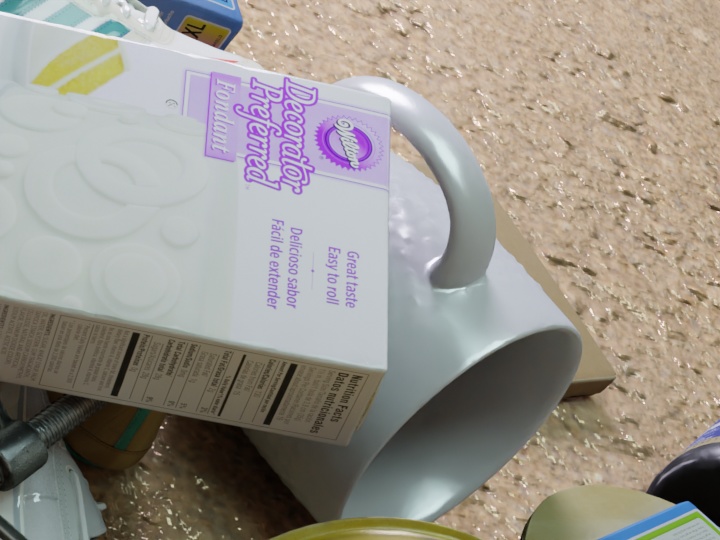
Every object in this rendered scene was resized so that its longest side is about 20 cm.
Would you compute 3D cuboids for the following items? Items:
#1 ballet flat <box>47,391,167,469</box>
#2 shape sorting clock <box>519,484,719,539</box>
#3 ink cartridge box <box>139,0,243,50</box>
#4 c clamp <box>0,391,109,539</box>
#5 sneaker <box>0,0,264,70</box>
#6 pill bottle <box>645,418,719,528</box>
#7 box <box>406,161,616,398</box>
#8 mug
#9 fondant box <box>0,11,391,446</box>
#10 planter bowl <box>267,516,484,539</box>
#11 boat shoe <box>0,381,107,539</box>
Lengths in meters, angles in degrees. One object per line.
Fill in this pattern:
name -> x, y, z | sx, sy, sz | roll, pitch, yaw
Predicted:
ballet flat -> -0.118, 0.000, 1.071 | 0.068, 0.063, 0.201 | 14, 40, -36
shape sorting clock -> 0.157, 0.175, 1.077 | 0.199, 0.039, 0.200 | 24, 26, -13
ink cartridge box -> -0.172, -0.177, 1.220 | 0.199, 0.076, 0.137 | 15, 40, -33
c clamp -> -0.114, 0.028, 0.930 | 0.171, 0.027, 0.200 | 36, 48, 10
sneaker -> -0.131, -0.115, 1.012 | 0.199, 0.094, 0.070 | 9, 11, -5
pill bottle -> 0.234, 0.117, 1.254 | 0.112, 0.112, 0.200 | 46, 33, 9
box -> 0.032, 0.005, 1.263 | 0.199, 0.021, 0.164 | -2, 52, -47
mug -> 0.000, 0.000, 1.071 | 0.147, 0.200, 0.175 | -23, 61, -37
fondant box -> -0.090, -0.020, 0.922 | 0.199, 0.058, 0.145 | 12, 50, -13
planter bowl -> 0.007, 0.192, 0.828 | 0.200, 0.201, 0.083 | 39, -1, -2
boat shoe -> -0.132, 0.106, 0.921 | 0.068, 0.072, 0.201 | 20, 37, -34
